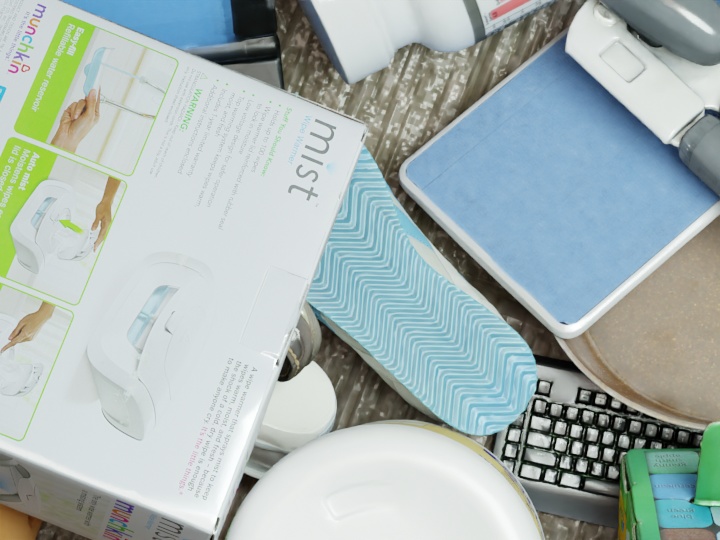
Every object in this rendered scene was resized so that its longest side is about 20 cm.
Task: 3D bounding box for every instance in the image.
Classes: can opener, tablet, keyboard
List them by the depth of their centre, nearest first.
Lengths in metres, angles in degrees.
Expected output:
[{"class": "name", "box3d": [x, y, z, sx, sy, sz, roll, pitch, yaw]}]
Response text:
[{"class": "can opener", "box3d": [0.178, -0.069, 1.215, 0.053, 0.067, 0.200, -40, 72, -17]}, {"class": "tablet", "box3d": [0.131, -0.067, 1.281, 0.200, 0.014, 0.130, -40, 65, -13]}, {"class": "keyboard", "box3d": [0.171, 0.073, 1.297, 0.199, 0.021, 0.128, 12, 85, 1]}]

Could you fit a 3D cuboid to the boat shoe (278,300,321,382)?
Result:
[{"class": "boat shoe", "box3d": [-0.114, 0.003, 1.227, 0.199, 0.075, 0.073, 30, 63, 7]}]

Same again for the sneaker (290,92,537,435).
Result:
[{"class": "sneaker", "box3d": [0.000, 0.000, 1.266, 0.076, 0.081, 0.200, -40, 93, -7]}]

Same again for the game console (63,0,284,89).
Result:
[{"class": "game console", "box3d": [-0.137, -0.083, 1.266, 0.199, 0.116, 0.177, -6, 84, 0]}]

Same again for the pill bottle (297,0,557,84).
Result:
[{"class": "pill bottle", "box3d": [0.060, -0.177, 1.274, 0.199, 0.116, 0.116, -28, 85, -3]}]

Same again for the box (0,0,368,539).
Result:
[{"class": "box", "box3d": [-0.113, 0.004, 1.136, 0.176, 0.097, 0.201, 21, 69, -4]}]

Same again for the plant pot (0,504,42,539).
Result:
[{"class": "plant pot", "box3d": [-0.233, 0.109, 1.222, 0.200, 0.200, 0.140, 33, 68, 4]}]

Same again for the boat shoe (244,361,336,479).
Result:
[{"class": "boat shoe", "box3d": [-0.110, 0.045, 1.279, 0.199, 0.069, 0.072, 20, 46, -5]}]

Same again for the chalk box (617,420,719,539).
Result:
[{"class": "chalk box", "box3d": [0.182, 0.156, 1.200, 0.124, 0.124, 0.201, 2, 111, 1]}]

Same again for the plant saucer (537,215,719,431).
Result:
[{"class": "plant saucer", "box3d": [0.185, -0.001, 1.262, 0.199, 0.035, 0.201, -5, 56, 7]}]

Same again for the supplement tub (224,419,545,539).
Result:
[{"class": "supplement tub", "box3d": [0.015, 0.142, 1.196, 0.144, 0.200, 0.146, 0, 88, 4]}]
